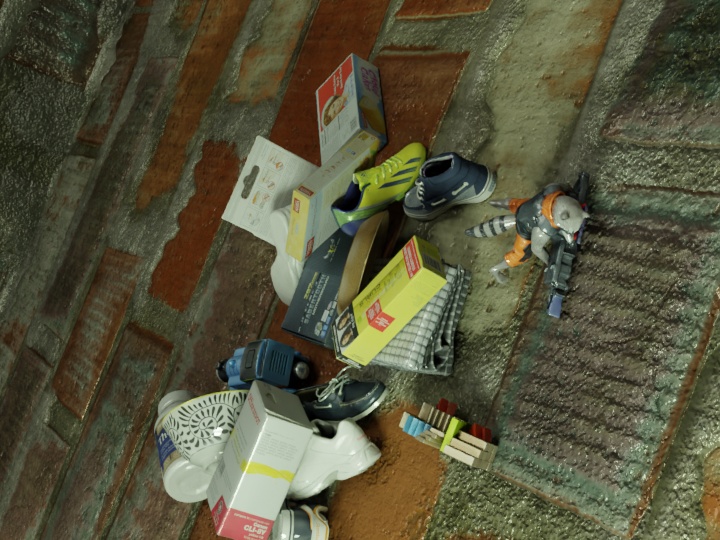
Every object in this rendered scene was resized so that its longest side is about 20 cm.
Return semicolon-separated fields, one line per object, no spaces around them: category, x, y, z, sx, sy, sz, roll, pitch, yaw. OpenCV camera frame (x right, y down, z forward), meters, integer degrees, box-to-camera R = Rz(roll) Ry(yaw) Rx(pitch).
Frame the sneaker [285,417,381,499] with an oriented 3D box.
sneaker;-0.059;0.277;1.658;0.199;0.078;0.101;-32;85;32

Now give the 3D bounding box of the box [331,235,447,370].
box;0.038;0.048;1.561;0.200;0.050;0.076;-46;34;28

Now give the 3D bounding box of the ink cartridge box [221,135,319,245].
ink cartridge box;-0.142;-0.129;1.957;0.050;0.198;0.163;21;86;60

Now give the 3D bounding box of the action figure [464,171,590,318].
action figure;0.227;-0.040;1.450;0.193;0.103;0.203;-27;46;58

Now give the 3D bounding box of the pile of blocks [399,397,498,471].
pile of blocks;0.111;0.207;1.477;0.199;0.081;0.063;17;84;58

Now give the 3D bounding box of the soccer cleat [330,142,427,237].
soccer cleat;0.032;-0.143;1.784;0.201;0.084;0.064;-48;25;-12

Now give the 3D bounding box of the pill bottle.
pill bottle;-0.319;0.316;2.015;0.112;0.110;0.201;-52;35;20

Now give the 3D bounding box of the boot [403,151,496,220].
boot;0.112;-0.136;1.688;0.199;0.089;0.074;-18;55;50

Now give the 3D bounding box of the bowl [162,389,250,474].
bowl;-0.228;0.284;1.844;0.200;0.199;0.096;-36;57;38

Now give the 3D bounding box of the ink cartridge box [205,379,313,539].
ink cartridge box;-0.154;0.291;1.666;0.203;0.082;0.145;-67;18;8

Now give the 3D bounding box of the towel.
towel;0.076;0.067;1.621;0.199;0.085;0.168;2;70;58

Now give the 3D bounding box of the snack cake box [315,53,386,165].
snack cake box;-0.019;-0.282;1.999;0.115;0.066;0.203;-41;39;37

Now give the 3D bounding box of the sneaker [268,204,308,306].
sneaker;-0.108;-0.028;1.938;0.075;0.088;0.203;33;136;36

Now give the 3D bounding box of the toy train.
toy train;-0.171;0.173;1.885;0.199;0.113;0.088;-14;57;52

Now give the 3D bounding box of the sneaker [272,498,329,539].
sneaker;-0.093;0.389;1.676;0.200;0.078;0.080;180;96;-81

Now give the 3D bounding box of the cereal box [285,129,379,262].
cereal box;-0.046;-0.123;1.804;0.200;0.039;0.145;-43;-24;-38

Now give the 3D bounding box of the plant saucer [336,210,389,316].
plant saucer;0.000;0.000;1.707;0.200;0.035;0.204;17;-91;-84

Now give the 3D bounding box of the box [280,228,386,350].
box;-0.048;0.027;1.856;0.157;0.051;0.203;13;80;58

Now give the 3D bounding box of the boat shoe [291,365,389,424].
boat shoe;-0.036;0.195;1.702;0.199;0.062;0.075;-19;20;50
